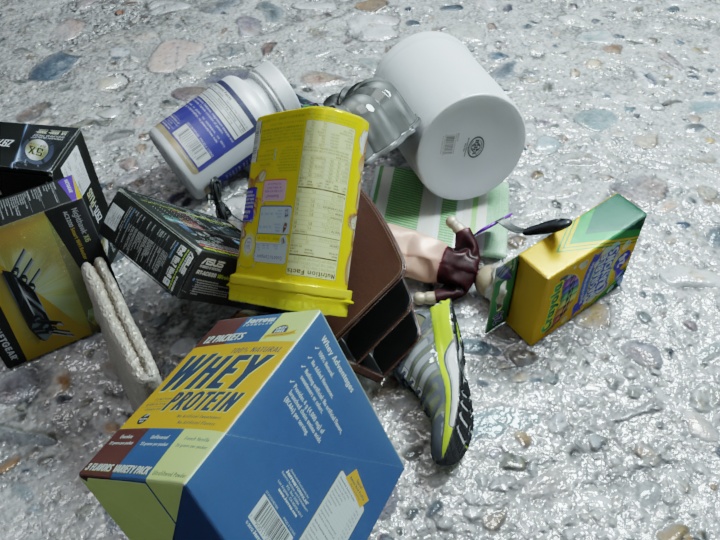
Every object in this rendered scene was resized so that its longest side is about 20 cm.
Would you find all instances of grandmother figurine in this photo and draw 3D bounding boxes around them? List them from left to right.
[{"bbox_3d":[0.106,-0.010,0.943,0.199,0.061,0.122,21,95,14],"label":"grandmother figurine"}]

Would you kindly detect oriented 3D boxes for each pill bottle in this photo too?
[{"bbox_3d":[-0.190,-0.207,1.060,0.200,0.120,0.120,-38,56,-10],"label":"pill bottle"}]

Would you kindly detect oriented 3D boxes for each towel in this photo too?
[{"bbox_3d":[-0.261,0.090,0.820,0.034,0.133,0.200,-22,51,-22],"label":"towel"},{"bbox_3d":[0.108,-0.083,1.037,0.199,0.023,0.153,7,50,6],"label":"towel"}]

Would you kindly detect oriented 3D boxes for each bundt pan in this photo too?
[{"bbox_3d":[-0.029,-0.174,0.916,0.201,0.076,0.202,-25,20,10],"label":"bundt pan"}]

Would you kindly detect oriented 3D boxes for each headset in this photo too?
[{"bbox_3d":[-0.113,-0.093,0.986,0.199,0.095,0.123,-6,19,28],"label":"headset"}]

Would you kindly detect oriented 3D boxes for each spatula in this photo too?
[{"bbox_3d":[0.193,-0.053,0.898,0.056,0.021,0.200,-27,13,-19],"label":"spatula"}]

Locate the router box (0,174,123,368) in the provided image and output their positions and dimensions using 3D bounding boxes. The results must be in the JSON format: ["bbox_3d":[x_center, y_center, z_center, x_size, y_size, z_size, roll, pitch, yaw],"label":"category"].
[{"bbox_3d":[-0.372,0.005,0.853,0.157,0.201,0.052,-24,49,-18],"label":"router box"}]

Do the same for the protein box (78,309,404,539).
[{"bbox_3d":[-0.090,0.177,0.653,0.134,0.199,0.200,-8,30,36],"label":"protein box"}]

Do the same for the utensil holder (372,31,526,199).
[{"bbox_3d":[0.121,-0.217,1.036,0.169,0.171,0.200,-13,40,-10],"label":"utensil holder"}]

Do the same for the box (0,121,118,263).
[{"bbox_3d":[-0.416,-0.082,0.931,0.163,0.201,0.086,7,48,7],"label":"box"}]

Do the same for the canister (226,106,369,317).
[{"bbox_3d":[-0.064,-0.060,0.771,0.086,0.201,0.148,9,-2,-40],"label":"canister"}]

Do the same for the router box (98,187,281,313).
[{"bbox_3d":[-0.186,-0.019,0.881,0.150,0.200,0.062,33,99,28],"label":"router box"}]

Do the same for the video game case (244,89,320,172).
[{"bbox_3d":[-0.114,-0.208,1.153,0.200,0.023,0.182,32,57,28],"label":"video game case"}]

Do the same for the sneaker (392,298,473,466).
[{"bbox_3d":[0.079,0.127,0.830,0.080,0.074,0.201,-14,47,15],"label":"sneaker"}]

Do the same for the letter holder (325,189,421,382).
[{"bbox_3d":[0.000,0.000,0.855,0.142,0.100,0.200,-46,42,15],"label":"letter holder"}]

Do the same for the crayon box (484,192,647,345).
[{"bbox_3d":[0.245,0.006,0.883,0.199,0.126,0.052,-29,54,-22],"label":"crayon box"}]

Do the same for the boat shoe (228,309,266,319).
[{"bbox_3d":[-0.089,0.118,0.830,0.200,0.076,0.074,34,62,29],"label":"boat shoe"}]
